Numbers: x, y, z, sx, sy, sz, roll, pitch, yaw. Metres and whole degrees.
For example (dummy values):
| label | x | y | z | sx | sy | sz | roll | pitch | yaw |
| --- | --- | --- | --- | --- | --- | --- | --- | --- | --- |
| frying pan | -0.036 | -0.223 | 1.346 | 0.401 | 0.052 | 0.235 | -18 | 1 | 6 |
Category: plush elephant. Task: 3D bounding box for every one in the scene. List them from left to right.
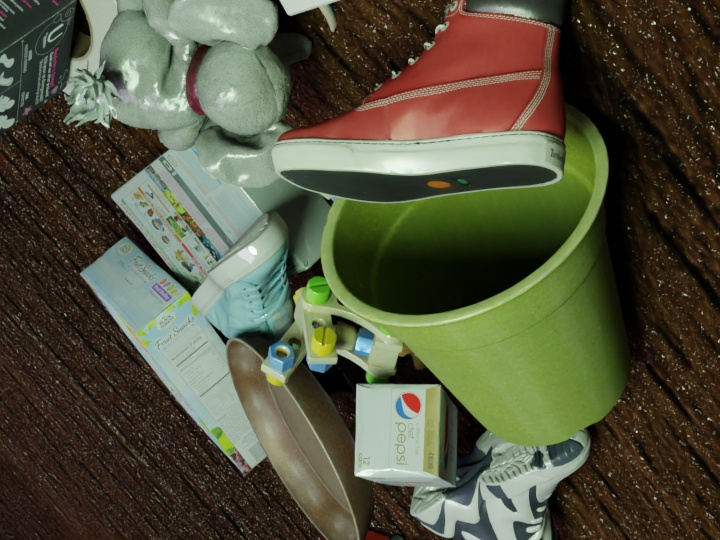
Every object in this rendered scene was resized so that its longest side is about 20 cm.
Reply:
| label | x | y | z | sx | sy | sz | roll | pitch | yaw |
| --- | --- | --- | --- | --- | --- | --- | --- | --- | --- |
| plush elephant | -0.107 | -0.152 | 1.028 | 0.153 | 0.201 | 0.166 | 10 | 125 | 14 |

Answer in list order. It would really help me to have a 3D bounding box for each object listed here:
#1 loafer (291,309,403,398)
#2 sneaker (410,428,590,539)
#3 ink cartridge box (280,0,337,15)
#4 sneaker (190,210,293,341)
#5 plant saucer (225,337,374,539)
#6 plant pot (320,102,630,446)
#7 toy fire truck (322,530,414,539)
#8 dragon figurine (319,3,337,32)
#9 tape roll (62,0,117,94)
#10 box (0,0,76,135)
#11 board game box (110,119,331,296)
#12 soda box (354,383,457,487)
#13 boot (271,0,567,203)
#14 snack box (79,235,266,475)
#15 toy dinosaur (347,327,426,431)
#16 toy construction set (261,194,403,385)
| label | x | y | z | sx | sy | sz | roll | pitch | yaw |
| --- | --- | --- | --- | --- | --- | --- | --- | --- | --- |
| loafer | -0.047 | 0.081 | 1.280 | 0.199 | 0.071 | 0.073 | -11 | 117 | 53 |
| sneaker | 0.148 | 0.194 | 1.182 | 0.129 | 0.080 | 0.199 | 36 | 131 | -20 |
| ink cartridge box | -0.016 | -0.274 | 0.804 | 0.128 | 0.125 | 0.201 | -3 | 124 | 50 |
| sneaker | -0.078 | 0.013 | 1.133 | 0.082 | 0.074 | 0.200 | 42 | 161 | -2 |
| plant saucer | -0.045 | 0.136 | 1.138 | 0.201 | 0.034 | 0.201 | 50 | 160 | 26 |
| plant pot | 0.100 | 0.018 | 0.956 | 0.199 | 0.201 | 0.191 | 14 | 147 | 41 |
| toy fire truck | 0.055 | 0.346 | 1.471 | 0.199 | 0.049 | 0.142 | 8 | 132 | 45 |
| dragon figurine | -0.058 | -0.257 | 0.935 | 0.200 | 0.100 | 0.059 | 40 | 151 | -27 |
| tape roll | -0.257 | -0.238 | 1.211 | 0.202 | 0.037 | 0.204 | 31 | 145 | 24 |
| box | -0.350 | -0.228 | 1.190 | 0.200 | 0.115 | 0.132 | 43 | 149 | 9 |
| board game box | -0.120 | -0.051 | 1.230 | 0.148 | 0.064 | 0.199 | 52 | 147 | -10 |
| soda box | 0.039 | 0.130 | 1.081 | 0.063 | 0.069 | 0.200 | 0 | 170 | 8 |
| boot | 0.037 | -0.123 | 0.892 | 0.198 | 0.146 | 0.072 | -4 | 166 | 26 |
| snack box | -0.170 | 0.081 | 1.359 | 0.168 | 0.068 | 0.201 | 35 | 162 | 55 |
| toy dinosaur | 0.021 | 0.061 | 1.177 | 0.105 | 0.060 | 0.203 | 9 | 103 | 37 |
| toy construction set | 0.000 | 0.000 | 1.058 | 0.129 | 0.202 | 0.092 | 8 | 152 | -4 |
